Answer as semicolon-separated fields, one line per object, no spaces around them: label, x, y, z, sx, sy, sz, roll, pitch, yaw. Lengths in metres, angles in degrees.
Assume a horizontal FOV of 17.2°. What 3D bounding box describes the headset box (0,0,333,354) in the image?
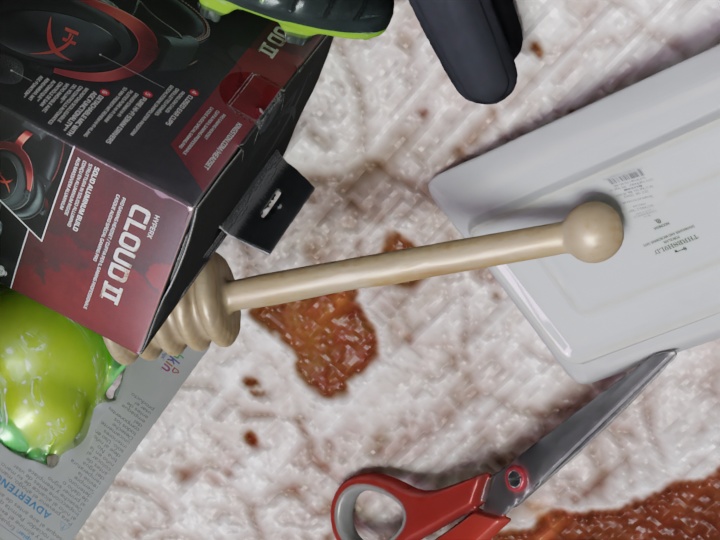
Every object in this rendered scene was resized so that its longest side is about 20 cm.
headset box;-0.111;-0.067;0.874;0.200;0.149;0.075;27;127;3

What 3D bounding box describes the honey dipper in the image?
honey dipper;0.000;0.000;0.886;0.199;0.038;0.038;-11;116;14

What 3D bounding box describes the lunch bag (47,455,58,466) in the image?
lunch bag;-0.212;0.124;1.001;0.139;0.200;0.168;12;125;13

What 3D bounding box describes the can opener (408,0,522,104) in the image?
can opener;0.016;-0.147;0.828;0.078;0.063;0.201;-7;117;24

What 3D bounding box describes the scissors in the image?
scissors;0.060;0.096;0.964;0.200;0.014;0.073;-26;72;37

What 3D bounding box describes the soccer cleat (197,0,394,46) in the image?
soccer cleat;-0.069;-0.152;0.860;0.200;0.068;0.081;31;113;1

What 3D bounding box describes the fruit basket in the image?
fruit basket;-0.174;0.035;0.933;0.185;0.200;0.094;37;141;-5

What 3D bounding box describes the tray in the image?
tray;0.117;-0.018;0.869;0.200;0.022;0.107;-24;109;45
